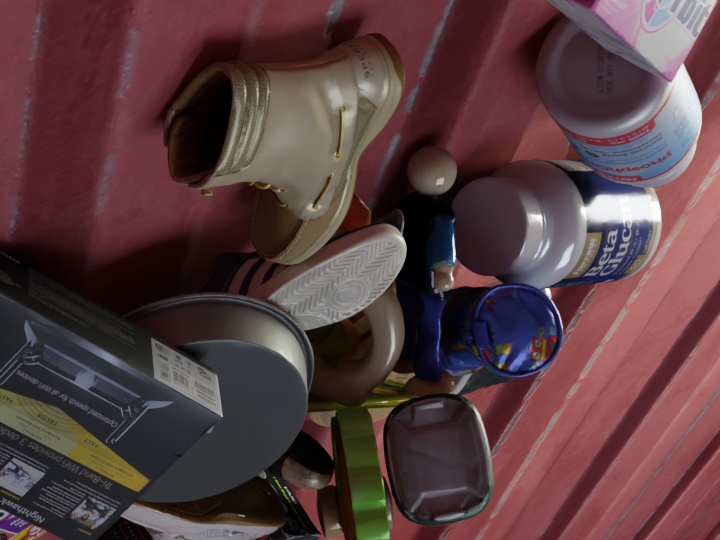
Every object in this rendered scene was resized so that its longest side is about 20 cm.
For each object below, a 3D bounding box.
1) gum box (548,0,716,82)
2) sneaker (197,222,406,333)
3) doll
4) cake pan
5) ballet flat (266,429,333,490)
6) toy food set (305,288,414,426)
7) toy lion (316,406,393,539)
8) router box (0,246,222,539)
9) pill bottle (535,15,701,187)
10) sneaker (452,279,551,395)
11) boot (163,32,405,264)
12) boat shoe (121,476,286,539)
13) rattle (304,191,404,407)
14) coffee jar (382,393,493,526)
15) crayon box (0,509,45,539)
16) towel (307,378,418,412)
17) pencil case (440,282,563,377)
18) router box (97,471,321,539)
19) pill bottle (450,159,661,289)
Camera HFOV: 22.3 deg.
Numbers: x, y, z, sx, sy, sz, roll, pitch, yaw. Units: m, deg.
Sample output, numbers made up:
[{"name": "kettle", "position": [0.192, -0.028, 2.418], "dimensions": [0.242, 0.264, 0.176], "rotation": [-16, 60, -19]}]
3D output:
[{"name": "gum box", "position": [0.195, -0.215, 1.270], "dimensions": [0.114, 0.066, 0.200], "rotation": [-60, 153, 5]}, {"name": "sneaker", "position": [-0.063, 0.006, 1.374], "dimensions": [0.200, 0.085, 0.075], "rotation": [-29, 137, 5]}, {"name": "doll", "position": [0.049, -0.006, 1.469], "dimensions": [0.048, 0.136, 0.201], "rotation": [-7, 117, -17]}, {"name": "cake pan", "position": [-0.126, 0.101, 1.349], "dimensions": [0.200, 0.037, 0.201], "rotation": [-12, 135, -12]}, {"name": "ballet flat", "position": [-0.085, 0.148, 1.517], "dimensions": [0.066, 0.200, 0.057], "rotation": [20, 91, -37]}, {"name": "toy food set", "position": [0.026, 0.082, 1.710], "dimensions": [0.200, 0.049, 0.198], "rotation": [-12, 149, -44]}, {"name": "toy lion", "position": [0.000, 0.188, 1.502], "dimensions": [0.068, 0.200, 0.192], "rotation": [-8, 123, -4]}, {"name": "router box", "position": [-0.220, 0.090, 1.247], "dimensions": [0.200, 0.052, 0.157], "rotation": [33, 115, -30]}, {"name": "pill bottle", "position": [0.213, -0.132, 1.456], "dimensions": [0.109, 0.109, 0.200], "rotation": [-37, 157, 7]}, {"name": "sneaker", "position": [0.143, 0.057, 1.803], "dimensions": [0.099, 0.071, 0.200], "rotation": [-16, 157, -42]}, {"name": "boot", "position": [-0.069, -0.071, 1.233], "dimensions": [0.155, 0.073, 0.200], "rotation": [-15, 149, -41]}, {"name": "boat shoe", "position": [-0.148, 0.199, 1.489], "dimensions": [0.069, 0.071, 0.200], "rotation": [-42, 142, 24]}, {"name": "rattle", "position": [0.000, 0.000, 1.486], "dimensions": [0.143, 0.130, 0.201], "rotation": [-23, 131, -51]}, {"name": "coffee jar", "position": [0.064, 0.161, 1.528], "dimensions": [0.085, 0.105, 0.200], "rotation": [-10, 173, -1]}, {"name": "crayon box", "position": [-0.274, 0.158, 1.428], "dimensions": [0.200, 0.058, 0.173], "rotation": [-31, 158, -11]}, {"name": "towel", "position": [-0.014, 0.107, 1.561], "dimensions": [0.086, 0.018, 0.200], "rotation": [3, -179, 41]}, {"name": "pencil case", "position": [0.105, 0.051, 1.552], "dimensions": [0.087, 0.078, 0.200], "rotation": [-12, 180, -12]}, {"name": "router box", "position": [-0.152, 0.236, 1.636], "dimensions": [0.200, 0.150, 0.062], "rotation": [-43, 157, 20]}, {"name": "pill bottle", "position": [0.165, -0.040, 1.571], "dimensions": [0.200, 0.111, 0.111], "rotation": [-5, 143, -51]}]
